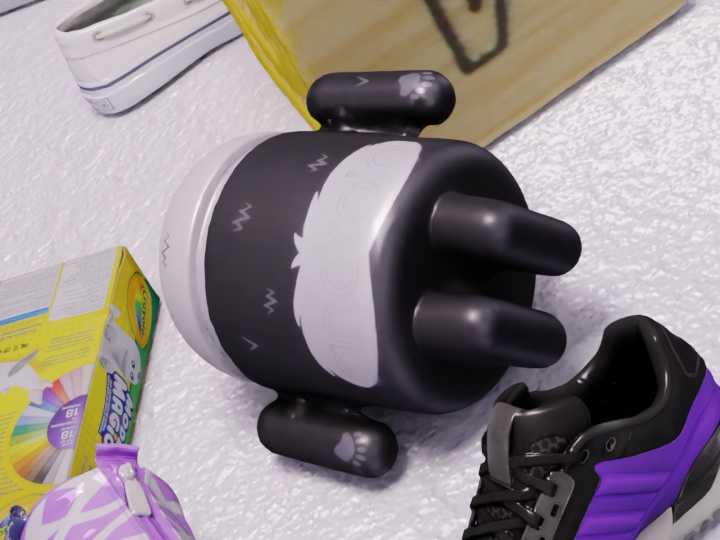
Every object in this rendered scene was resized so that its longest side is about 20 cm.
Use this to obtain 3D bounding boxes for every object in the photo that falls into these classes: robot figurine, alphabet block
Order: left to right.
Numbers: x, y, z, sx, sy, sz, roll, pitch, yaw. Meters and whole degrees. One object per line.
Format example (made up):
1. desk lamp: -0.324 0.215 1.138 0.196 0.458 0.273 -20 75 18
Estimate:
1. robot figurine: 0.001 -0.001 0.940 0.199 0.125 0.150 6 46 39
2. alphabet block: 0.020 -0.190 1.073 0.199 0.197 0.195 -34 36 -2

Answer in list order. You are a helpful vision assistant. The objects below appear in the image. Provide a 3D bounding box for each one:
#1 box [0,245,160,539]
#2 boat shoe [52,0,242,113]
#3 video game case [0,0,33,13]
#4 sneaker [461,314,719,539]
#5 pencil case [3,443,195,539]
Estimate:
1. box: -0.172 0.083 1.030 0.117 0.048 0.201 -16 38 21
2. boat shoe: -0.094 -0.177 1.244 0.200 0.067 0.073 -42 39 -12
3. video game case: -0.263 -0.235 1.465 0.199 0.023 0.183 -17 40 21
4. sneaker: 0.067 0.096 0.800 0.069 0.100 0.200 17 58 47
5. pencil case: -0.074 0.152 0.850 0.200 0.084 0.086 42 114 50
